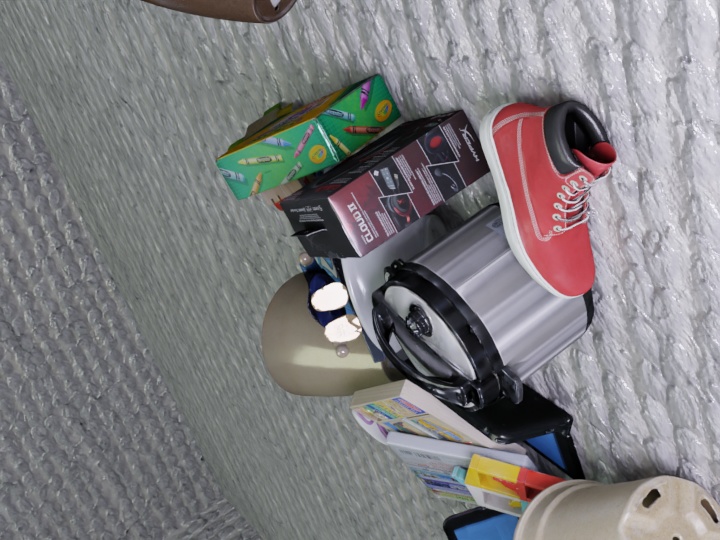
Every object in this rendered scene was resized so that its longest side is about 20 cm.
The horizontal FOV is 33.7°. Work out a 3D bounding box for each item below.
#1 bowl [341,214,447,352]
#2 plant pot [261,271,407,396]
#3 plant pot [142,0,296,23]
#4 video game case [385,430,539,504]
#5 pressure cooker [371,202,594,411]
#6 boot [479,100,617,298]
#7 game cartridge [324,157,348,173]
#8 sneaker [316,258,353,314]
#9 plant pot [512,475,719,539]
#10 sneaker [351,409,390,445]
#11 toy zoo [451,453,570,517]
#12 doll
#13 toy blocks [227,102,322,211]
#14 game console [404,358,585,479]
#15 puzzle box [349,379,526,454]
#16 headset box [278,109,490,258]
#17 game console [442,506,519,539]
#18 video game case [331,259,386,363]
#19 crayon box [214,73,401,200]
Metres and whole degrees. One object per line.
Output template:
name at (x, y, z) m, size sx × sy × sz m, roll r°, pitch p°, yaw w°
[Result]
bowl at (0.056, -0.008, 1.392) m, size 0.201 × 0.090 × 0.201 m, roll -13°, pitch -90°, yaw -70°
plant pot at (-0.007, 0.102, 1.685) m, size 0.200 × 0.187 × 0.188 m, roll 8°, pitch 131°, yaw 47°
plant pot at (-0.164, -0.358, 1.322) m, size 0.200 × 0.187 × 0.187 m, roll 31°, pitch 152°, yaw 22°
video game case at (0.155, 0.271, 1.569) m, size 0.200 × 0.022 × 0.182 m, roll 5°, pitch 151°, yaw 31°
pressure cooker at (0.115, 0.044, 1.227) m, size 0.179 × 0.200 × 0.176 m, roll 58°, pitch 160°, yaw -9°
boot at (0.192, -0.059, 1.081) m, size 0.144 × 0.072 × 0.200 m, roll 11°, pitch 129°, yaw 62°
game cartridge at (0.006, -0.042, 1.478) m, size 0.133 × 0.041 × 0.200 m, roll -85°, pitch -28°, yaw -45°
sneaker at (-0.023, -0.008, 1.610) m, size 0.090 × 0.078 × 0.200 m, roll 97°, pitch 155°, yaw -51°
plant pot at (0.291, 0.305, 1.278) m, size 0.201 × 0.200 × 0.183 m, roll 54°, pitch 150°, yaw 6°
sneaker at (0.081, 0.216, 1.659) m, size 0.200 × 0.075 × 0.100 m, roll 15°, pitch 173°, yaw -8°
toy zoo at (0.209, 0.280, 1.486) m, size 0.200 × 0.020 × 0.131 m, roll 13°, pitch 152°, yaw 18°
doll at (-0.039, 0.041, 1.423) m, size 0.200 × 0.048 × 0.137 m, roll -132°, pitch 20°, yaw -79°
toy blocks at (-0.096, -0.127, 1.563) m, size 0.137 × 0.100 × 0.200 m, roll 56°, pitch -167°, yaw -19°
game console at (0.165, 0.189, 1.482) m, size 0.200 × 0.176 × 0.117 m, roll 34°, pitch 123°, yaw 46°
puzzle box at (0.099, 0.204, 1.532) m, size 0.200 × 0.025 × 0.133 m, roll 31°, pitch 154°, yaw -19°
headset box at (0.017, -0.084, 1.257) m, size 0.075 × 0.200 × 0.149 m, roll 60°, pitch 161°, yaw -13°
game console at (0.235, 0.423, 1.678) m, size 0.172 × 0.119 × 0.200 m, roll 24°, pitch 144°, yaw 57°
video game case at (0.000, 0.000, 1.505) m, size 0.143 × 0.019 × 0.200 m, roll -61°, pitch -49°, yaw -68°
crayon box at (-0.063, -0.152, 1.373) m, size 0.200 × 0.119 × 0.058 m, roll -14°, pitch 110°, yaw 49°
